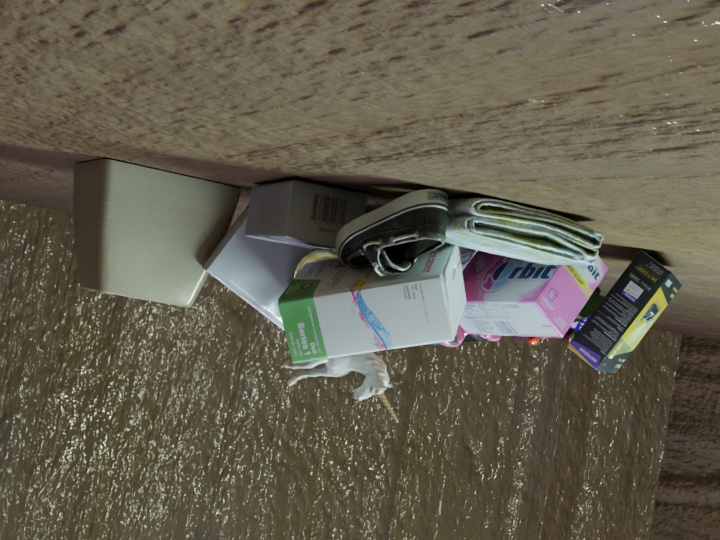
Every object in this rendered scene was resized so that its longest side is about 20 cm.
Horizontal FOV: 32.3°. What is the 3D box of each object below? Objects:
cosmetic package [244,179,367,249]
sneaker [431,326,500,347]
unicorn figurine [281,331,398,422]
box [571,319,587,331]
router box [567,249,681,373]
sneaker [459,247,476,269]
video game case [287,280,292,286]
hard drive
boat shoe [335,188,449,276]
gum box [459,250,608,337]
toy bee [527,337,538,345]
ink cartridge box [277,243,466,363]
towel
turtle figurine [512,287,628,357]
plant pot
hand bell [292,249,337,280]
[{"bbox_3d":[-0.071,-0.067,1.556,0.101,0.075,0.200,10,177,-18],"label":"cosmetic package"},{"bbox_3d":[0.131,0.076,1.790,0.095,0.080,0.199,-17,170,35],"label":"sneaker"},{"bbox_3d":[-0.034,0.116,1.654,0.136,0.201,0.074,-12,133,4],"label":"unicorn figurine"},{"bbox_3d":[0.303,0.046,2.265,0.198,0.106,0.184,10,178,-7],"label":"box"},{"bbox_3d":[0.358,0.059,1.666,0.052,0.158,0.200,39,-172,18],"label":"router box"},{"bbox_3d":[0.127,-0.019,1.679,0.074,0.089,0.200,11,177,13],"label":"sneaker"},{"bbox_3d":[0.012,0.051,1.686,0.198,0.023,0.182,-9,-150,-9],"label":"video game case"},{"bbox_3d":[-0.109,0.001,1.754,0.200,0.132,0.025,40,176,-28],"label":"hard drive"},{"bbox_3d":[0.030,-0.029,1.387,0.070,0.064,0.200,8,160,-27],"label":"boat shoe"},{"bbox_3d":[0.201,0.020,1.573,0.066,0.114,0.199,48,155,-23],"label":"gum box"},{"bbox_3d":[0.212,0.049,1.718,0.130,0.201,0.109,-19,124,31],"label":"toy bee"},{"bbox_3d":[0.019,0.035,1.473,0.198,0.085,0.145,-9,-164,14],"label":"ink cartridge box"},{"bbox_3d":[0.162,-0.046,1.409,0.169,0.049,0.200,14,177,-16],"label":"towel"},{"bbox_3d":[0.319,0.037,1.829,0.197,0.146,0.194,4,162,-3],"label":"turtle figurine"},{"bbox_3d":[-0.304,-0.047,1.765,0.198,0.179,0.199,10,178,-26],"label":"plant pot"},{"bbox_3d":[0.000,0.000,1.693,0.103,0.105,0.200,9,-162,25],"label":"hand bell"}]
